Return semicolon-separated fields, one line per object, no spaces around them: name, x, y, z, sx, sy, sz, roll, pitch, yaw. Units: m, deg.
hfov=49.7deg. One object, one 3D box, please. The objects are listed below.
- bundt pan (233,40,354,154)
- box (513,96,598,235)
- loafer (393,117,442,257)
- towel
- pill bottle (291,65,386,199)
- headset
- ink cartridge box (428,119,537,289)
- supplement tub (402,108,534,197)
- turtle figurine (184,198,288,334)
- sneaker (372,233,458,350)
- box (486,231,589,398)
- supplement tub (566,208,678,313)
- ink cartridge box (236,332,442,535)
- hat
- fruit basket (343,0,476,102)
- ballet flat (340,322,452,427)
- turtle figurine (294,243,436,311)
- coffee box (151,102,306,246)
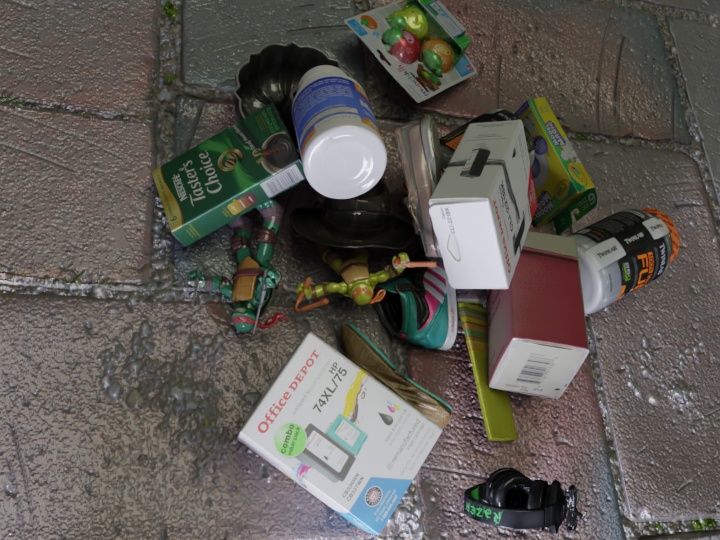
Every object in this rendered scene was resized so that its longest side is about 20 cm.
bundt pan;-0.101;-0.246;1.189;0.199;0.076;0.204;7;65;-16
box;0.300;-0.165;1.270;0.048;0.117;0.202;-18;73;-32
loafer;0.086;-0.115;1.107;0.062;0.072;0.203;-7;81;20
towel;0.180;0.146;1.123;0.086;0.018;0.202;17;56;-51
pill bottle;-0.035;-0.197;1.054;0.111;0.113;0.201;5;39;-17
headset;0.225;0.320;1.036;0.198;0.123;0.095;0;91;-38
ink cartridge box;0.172;-0.091;1.056;0.083;0.145;0.201;0;39;28
supplement tub;0.169;-0.162;1.220;0.199;0.123;0.123;-32;80;-27
turtle figurine;-0.157;0.007;1.048;0.148;0.101;0.202;-7;60;21
sneaker;0.071;0.014;1.130;0.119;0.084;0.203;5;69;-26
box;0.247;0.060;1.111;0.108;0.129;0.202;9;50;-3
supplement tub;0.402;-0.022;1.230;0.198;0.123;0.123;-23;76;-26
ink cartridge box;-0.032;0.201;0.960;0.199;0.146;0.147;35;73;0
hat;-0.008;-0.095;1.090;0.198;0.201;0.082;-1;112;-20
fruit basket;0.092;-0.378;1.292;0.186;0.094;0.199;49;41;7
ballet flat;0.034;0.160;1.071;0.200;0.068;0.073;40;80;-3
turtle figurine;0.000;0.000;1.080;0.198;0.065;0.162;-20;36;0
coffee box;-0.180;-0.131;1.061;0.198;0.044;0.124;-28;57;3
